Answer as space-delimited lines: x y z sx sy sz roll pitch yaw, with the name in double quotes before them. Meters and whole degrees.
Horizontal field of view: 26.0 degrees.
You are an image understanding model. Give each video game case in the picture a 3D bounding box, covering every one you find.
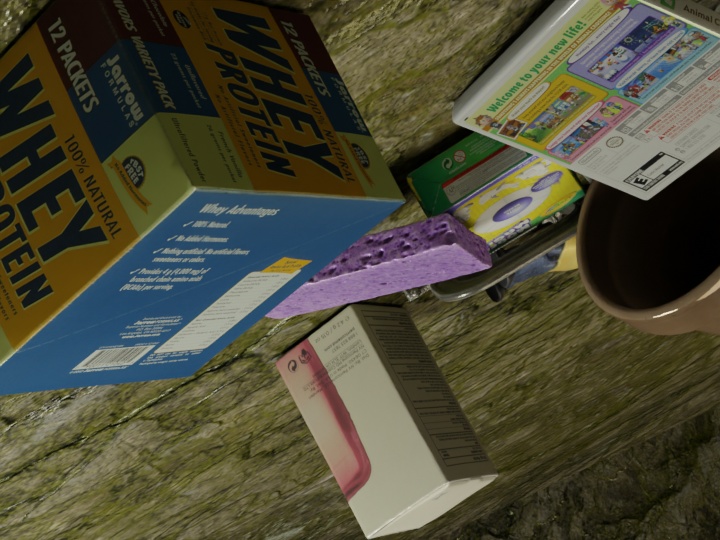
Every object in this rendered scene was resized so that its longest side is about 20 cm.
"video game case" 0.190 -0.130 1.125 0.180 0.022 0.200 19 149 -19

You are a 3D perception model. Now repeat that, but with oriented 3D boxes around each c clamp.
"c clamp" 0.126 -0.022 1.437 0.198 0.027 0.171 -29 -169 0

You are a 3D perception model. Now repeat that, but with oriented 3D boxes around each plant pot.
"plant pot" 0.310 -0.024 1.321 0.174 0.202 0.200 25 129 -35

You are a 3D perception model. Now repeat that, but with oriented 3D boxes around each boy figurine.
"boy figurine" 0.211 -0.038 1.547 0.198 0.065 0.125 -25 162 -16

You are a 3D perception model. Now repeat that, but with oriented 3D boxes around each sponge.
"sponge" 0.000 0.000 1.270 0.198 0.030 0.111 -15 166 19

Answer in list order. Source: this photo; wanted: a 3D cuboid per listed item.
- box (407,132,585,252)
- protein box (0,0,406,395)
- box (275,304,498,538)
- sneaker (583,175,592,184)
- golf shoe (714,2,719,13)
"box" 0.120 -0.069 1.320 0.117 0.049 0.200 -32 164 10
"protein box" -0.121 -0.042 0.883 0.199 0.136 0.198 -38 160 28
"box" 0.026 0.146 1.536 0.109 0.201 0.127 -36 161 21
"sneaker" 0.288 -0.105 1.447 0.198 0.087 0.076 -4 113 -25
"golf shoe" 0.317 -0.198 1.249 0.072 0.093 0.199 -25 -173 -42
